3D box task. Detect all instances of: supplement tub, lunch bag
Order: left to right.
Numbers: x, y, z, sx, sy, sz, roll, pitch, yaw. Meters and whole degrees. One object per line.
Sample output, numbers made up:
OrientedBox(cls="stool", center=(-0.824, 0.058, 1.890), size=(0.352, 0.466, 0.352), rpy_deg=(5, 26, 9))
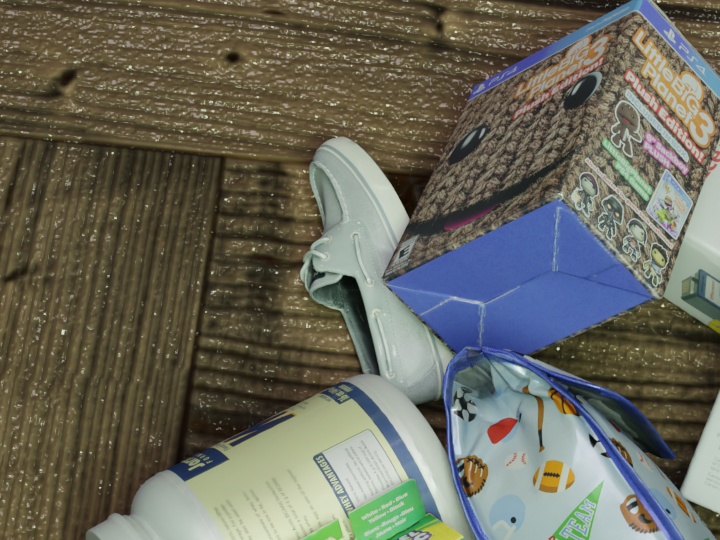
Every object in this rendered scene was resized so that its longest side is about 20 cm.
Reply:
OrientedBox(cls="supplement tub", center=(-0.047, 0.164, 1.442), size=(0.200, 0.145, 0.145), rpy_deg=(-26, 63, -18))
OrientedBox(cls="lunch bag", center=(0.133, 0.141, 1.436), size=(0.124, 0.170, 0.200), rpy_deg=(-37, 63, 6))

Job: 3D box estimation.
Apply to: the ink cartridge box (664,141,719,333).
OrientedBox(cls="ink cartridge box", center=(0.294, -0.017, 1.604), size=(0.200, 0.088, 0.145), rpy_deg=(35, 62, 16))

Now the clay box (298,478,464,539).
OrientedBox(cls="clay box", center=(0.024, 0.230, 1.384), size=(0.115, 0.200, 0.048), rpy_deg=(-29, 26, -18))

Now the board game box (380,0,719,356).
OrientedBox(cls="board game box", center=(0.128, -0.053, 1.542), size=(0.097, 0.159, 0.200), rpy_deg=(45, 44, -20))

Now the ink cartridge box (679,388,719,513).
OrientedBox(cls="ink cartridge box", center=(0.300, 0.069, 1.478), size=(0.145, 0.200, 0.083), rpy_deg=(24, 28, 12))

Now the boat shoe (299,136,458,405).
OrientedBox(cls="boat shoe", center=(0.000, 0.001, 1.589), size=(0.071, 0.070, 0.201), rpy_deg=(-16, 63, -19))
